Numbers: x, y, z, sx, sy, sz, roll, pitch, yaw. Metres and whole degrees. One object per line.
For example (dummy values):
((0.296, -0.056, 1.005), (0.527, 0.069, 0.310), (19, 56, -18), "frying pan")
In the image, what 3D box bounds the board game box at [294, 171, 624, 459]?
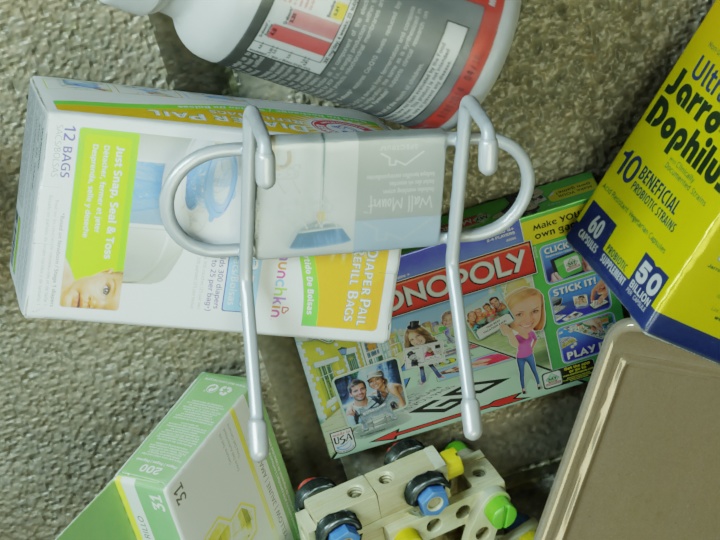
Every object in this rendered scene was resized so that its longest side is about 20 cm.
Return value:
((0.059, 0.029, 1.207), (0.198, 0.029, 0.135), (-17, 126, -1), "board game box")

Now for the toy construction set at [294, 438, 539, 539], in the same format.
((0.023, 0.180, 1.245), (0.199, 0.092, 0.132), (-32, 133, -25), "toy construction set")

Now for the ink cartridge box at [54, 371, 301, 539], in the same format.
((-0.112, 0.177, 1.173), (0.048, 0.200, 0.146), (7, 129, 31), "ink cartridge box")

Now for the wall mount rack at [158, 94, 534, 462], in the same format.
((0.000, 0.000, 1.011), (0.198, 0.075, 0.175), (-4, 119, -12), "wall mount rack")

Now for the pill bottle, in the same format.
((-0.027, -0.151, 1.014), (0.199, 0.116, 0.116), (16, 118, -23), "pill bottle")

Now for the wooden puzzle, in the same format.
((0.202, 0.126, 1.261), (0.184, 0.037, 0.201), (10, 111, -27), "wooden puzzle")

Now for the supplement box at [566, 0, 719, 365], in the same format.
((0.226, -0.057, 1.122), (0.109, 0.109, 0.201), (21, 109, -31), "supplement box")

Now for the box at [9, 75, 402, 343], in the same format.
((-0.081, -0.033, 1.073), (0.198, 0.101, 0.114), (5, 104, -16), "box")
